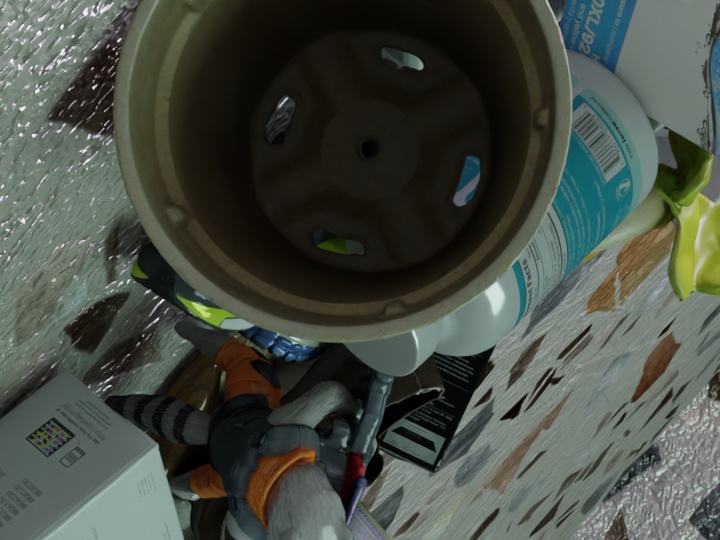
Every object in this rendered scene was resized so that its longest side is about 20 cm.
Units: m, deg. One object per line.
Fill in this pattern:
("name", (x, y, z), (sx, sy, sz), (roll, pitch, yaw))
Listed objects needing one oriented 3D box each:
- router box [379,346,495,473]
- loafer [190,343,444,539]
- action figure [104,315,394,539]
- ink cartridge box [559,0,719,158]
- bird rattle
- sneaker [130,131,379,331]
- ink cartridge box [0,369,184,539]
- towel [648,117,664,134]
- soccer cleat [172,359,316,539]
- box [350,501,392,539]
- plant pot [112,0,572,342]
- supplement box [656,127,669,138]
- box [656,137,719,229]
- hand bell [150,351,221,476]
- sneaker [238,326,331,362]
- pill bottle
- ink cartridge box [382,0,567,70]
("router box", (0.051, 0.059, 1.443), (0.150, 0.051, 0.200), (-64, -176, -5))
("loafer", (-0.026, 0.110, 1.271), (0.200, 0.071, 0.073), (-48, 156, 17))
("action figure", (-0.067, 0.126, 1.163), (0.104, 0.193, 0.201), (14, 96, -32))
("ink cartridge box", (0.240, -0.150, 1.162), (0.147, 0.200, 0.145), (-29, 144, -45))
("bird rattle", (0.145, -0.050, 1.329), (0.162, 0.200, 0.113), (-20, 115, -27))
("sneaker", (-0.053, -0.031, 1.124), (0.200, 0.074, 0.081), (-35, 151, -56))
("ink cartridge box", (-0.182, 0.186, 1.134), (0.175, 0.084, 0.201), (-38, 143, -26))
("towel", (0.111, -0.079, 1.306), (0.200, 0.147, 0.024), (-40, 125, -13))
("soccer cleat", (-0.063, 0.110, 1.391), (0.200, 0.070, 0.087), (-40, 162, -27))
("box", (-0.075, 0.244, 1.432), (0.176, 0.097, 0.200), (-45, 165, 14))
("plant pot", (-0.002, -0.067, 0.986), (0.201, 0.200, 0.183), (-49, 175, 1))
("supplement box", (0.233, -0.192, 1.384), (0.060, 0.109, 0.200), (6, 141, -18))
("box", (0.271, -0.111, 1.498), (0.106, 0.200, 0.153), (25, 110, -32))
("hand bell", (-0.132, 0.141, 1.292), (0.201, 0.104, 0.104), (-64, 161, 9))
("sneaker", (0.000, 0.000, 1.304), (0.085, 0.077, 0.200), (-60, 161, 22))
("pill bottle", (0.067, -0.029, 1.149), (0.200, 0.111, 0.111), (-41, 162, -30))
("ink cartridge box", (0.083, -0.176, 1.161), (0.200, 0.050, 0.161), (-46, 161, -18))
